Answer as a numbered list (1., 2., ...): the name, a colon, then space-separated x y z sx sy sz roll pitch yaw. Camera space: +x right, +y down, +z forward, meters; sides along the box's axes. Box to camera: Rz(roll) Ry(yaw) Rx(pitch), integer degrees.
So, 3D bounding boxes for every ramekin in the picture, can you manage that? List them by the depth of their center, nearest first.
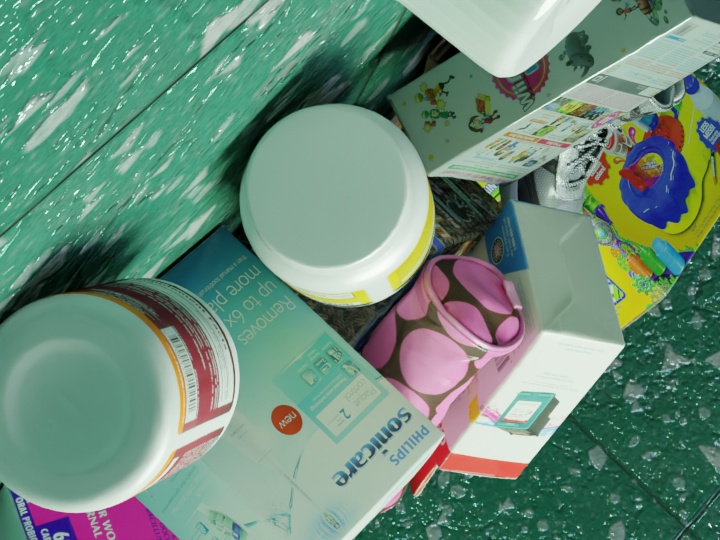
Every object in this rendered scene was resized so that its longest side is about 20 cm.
1. ramekin: 0.103 -0.199 1.381 0.201 0.098 0.200 -47 175 -6

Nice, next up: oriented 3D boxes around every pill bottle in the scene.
1. pill bottle: -0.130 0.063 1.383 0.113 0.113 0.200 -48 174 9
2. pill bottle: -0.013 -0.040 1.543 0.114 0.114 0.200 -47 175 -1

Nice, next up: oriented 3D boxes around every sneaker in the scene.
1. sneaker: 0.162 -0.099 1.776 0.075 0.114 0.201 -9 105 -51

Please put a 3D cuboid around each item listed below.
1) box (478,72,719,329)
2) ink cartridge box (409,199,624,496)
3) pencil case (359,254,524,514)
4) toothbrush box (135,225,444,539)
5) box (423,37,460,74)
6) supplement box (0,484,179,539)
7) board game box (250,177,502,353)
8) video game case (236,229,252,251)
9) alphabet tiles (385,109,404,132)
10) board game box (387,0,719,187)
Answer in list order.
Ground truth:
1. box: 0.173 -0.078 1.955 0.122 0.193 0.200 -42 -173 49
2. ink cartridge box: 0.096 0.061 1.756 0.200 0.067 0.117 -55 -145 43
3. pencil case: 0.037 0.075 1.694 0.093 0.091 0.200 2 141 -34
4. toothbrush box: -0.072 0.096 1.602 0.146 0.200 0.085 -41 173 -39
5. box: 0.100 -0.176 1.871 0.164 0.021 0.200 -48 172 -13
6. supplement box: -0.146 0.181 1.769 0.199 0.102 0.103 -15 160 -25
7. board game box: 0.000 0.000 1.770 0.160 0.097 0.200 -49 170 17
8. video game case: -0.051 -0.029 1.777 0.200 0.019 0.143 -47 170 7
9. alphabet tiles: 0.002 -0.081 1.909 0.167 0.008 0.200 -50 174 30
10. board game box: 0.137 -0.131 1.643 0.200 0.064 0.147 -32 167 19
